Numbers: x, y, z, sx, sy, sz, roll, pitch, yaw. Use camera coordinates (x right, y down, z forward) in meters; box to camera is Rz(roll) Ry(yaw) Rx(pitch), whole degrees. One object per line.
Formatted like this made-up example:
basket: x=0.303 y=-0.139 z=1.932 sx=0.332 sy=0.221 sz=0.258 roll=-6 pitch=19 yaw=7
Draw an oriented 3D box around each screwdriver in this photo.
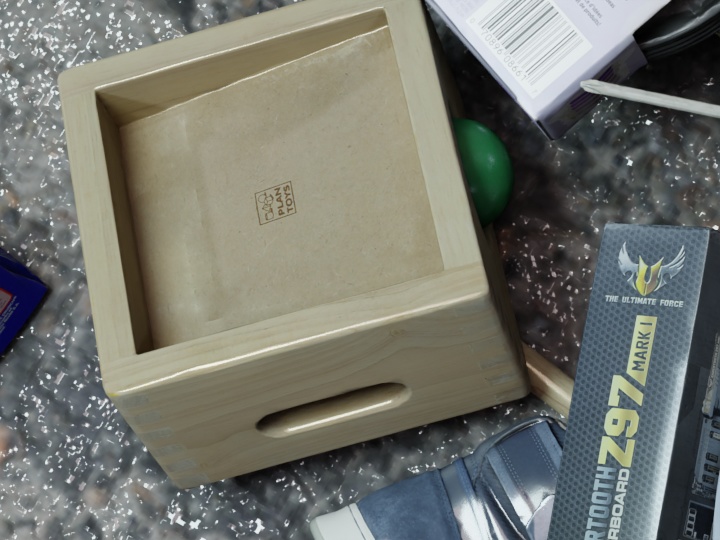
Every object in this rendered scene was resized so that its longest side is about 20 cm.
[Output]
screwdriver: x=0.180 y=-0.053 z=0.990 sx=0.200 sy=0.029 sz=0.028 roll=9 pitch=101 yaw=-20

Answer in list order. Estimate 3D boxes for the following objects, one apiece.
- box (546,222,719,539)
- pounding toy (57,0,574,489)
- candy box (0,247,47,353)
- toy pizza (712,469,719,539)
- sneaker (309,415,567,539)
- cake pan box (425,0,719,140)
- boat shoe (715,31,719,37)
box: x=0.149 y=0.081 z=0.963 sx=0.051 sy=0.200 sz=0.158 roll=5 pitch=80 yaw=39
pounding toy: x=0.000 y=0.000 z=1.062 sx=0.200 sy=0.142 sz=0.184 roll=-15 pitch=61 yaw=6
candy box: x=-0.273 y=0.011 z=1.134 sx=0.200 sy=0.077 sz=0.169 roll=36 pitch=88 yaw=18
toy pizza: x=0.195 y=0.094 z=0.955 sx=0.032 sy=0.200 sz=0.200 roll=4 pitch=78 yaw=39
sneaker: x=0.090 y=0.155 z=1.012 sx=0.146 sy=0.077 sz=0.202 roll=-28 pitch=96 yaw=-4
cake pan box: x=0.084 y=-0.179 z=1.007 sx=0.184 sy=0.052 sz=0.200 roll=-43 pitch=75 yaw=6
boat shoe: x=0.207 y=-0.105 z=1.058 sx=0.200 sy=0.068 sz=0.075 roll=33 pitch=82 yaw=-2
